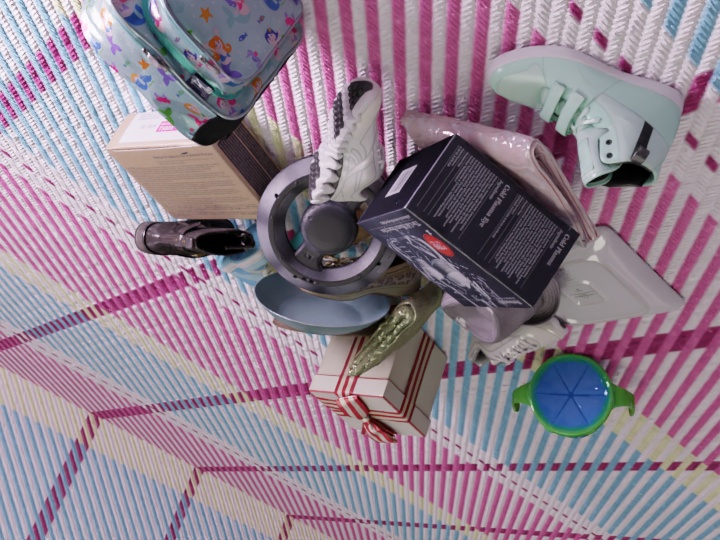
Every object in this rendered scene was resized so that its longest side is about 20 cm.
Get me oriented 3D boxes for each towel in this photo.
[{"bbox_3d":[0.159,-0.106,0.990,0.200,0.032,0.191,23,163,46],"label":"towel"},{"bbox_3d":[0.067,0.086,1.323,0.036,0.148,0.200,46,132,11],"label":"towel"}]

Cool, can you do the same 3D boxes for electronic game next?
[{"bbox_3d":[-0.042,-0.061,1.166,0.199,0.042,0.201,1,112,3],"label":"electronic game"}]

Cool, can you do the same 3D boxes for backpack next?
[{"bbox_3d":[-0.171,-0.252,0.867,0.200,0.178,0.151,39,146,-12],"label":"backpack"}]

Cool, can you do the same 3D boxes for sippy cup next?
[{"bbox_3d":[0.356,0.222,1.437,0.178,0.140,0.130,36,172,26],"label":"sippy cup"}]

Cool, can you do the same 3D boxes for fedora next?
[{"bbox_3d":[0.178,0.039,1.202,0.177,0.090,0.200,40,161,-3],"label":"fedora"}]

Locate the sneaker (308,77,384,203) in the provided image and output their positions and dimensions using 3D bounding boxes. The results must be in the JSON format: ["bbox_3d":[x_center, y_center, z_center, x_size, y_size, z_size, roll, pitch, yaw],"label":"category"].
[{"bbox_3d":[-0.004,-0.152,1.033,0.081,0.075,0.200,9,146,-13],"label":"sneaker"}]

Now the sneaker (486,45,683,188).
[{"bbox_3d":[0.213,-0.149,0.853,0.200,0.118,0.074,17,154,10],"label":"sneaker"}]

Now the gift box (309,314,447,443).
[{"bbox_3d":[0.026,0.201,1.547,0.200,0.187,0.185,-6,142,40],"label":"gift box"}]

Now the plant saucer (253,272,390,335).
[{"bbox_3d":[-0.058,0.053,1.256,0.200,0.201,0.039,14,113,12],"label":"plant saucer"}]

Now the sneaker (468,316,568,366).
[{"bbox_3d":[0.242,0.110,1.334,0.075,0.081,0.200,35,155,-21],"label":"sneaker"}]

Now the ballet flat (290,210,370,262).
[{"bbox_3d":[-0.046,-0.040,1.291,0.063,0.069,0.200,18,158,-27],"label":"ballet flat"}]

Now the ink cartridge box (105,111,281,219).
[{"bbox_3d":[-0.225,-0.147,1.204,0.200,0.075,0.165,3,147,33],"label":"ink cartridge box"}]

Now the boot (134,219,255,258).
[{"bbox_3d":[-0.221,-0.045,1.288,0.174,0.069,0.200,5,-170,40],"label":"boot"}]

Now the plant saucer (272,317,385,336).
[{"bbox_3d":[-0.047,0.082,1.434,0.199,0.030,0.200,4,-176,0],"label":"plant saucer"}]

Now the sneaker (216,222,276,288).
[{"bbox_3d":[-0.145,-0.010,1.388,0.130,0.080,0.200,32,166,-19],"label":"sneaker"}]

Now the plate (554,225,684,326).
[{"bbox_3d":[0.310,0.021,1.192,0.200,0.032,0.199,37,149,-29],"label":"plate"}]

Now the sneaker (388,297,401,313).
[{"bbox_3d":[-0.023,0.045,1.426,0.200,0.077,0.085,8,165,32],"label":"sneaker"}]

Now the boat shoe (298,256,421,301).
[{"bbox_3d":[0.000,0.000,1.262,0.199,0.073,0.063,-3,122,-27],"label":"boat shoe"}]

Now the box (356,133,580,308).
[{"bbox_3d":[0.117,-0.049,0.998,0.182,0.104,0.200,36,170,-11],"label":"box"}]
